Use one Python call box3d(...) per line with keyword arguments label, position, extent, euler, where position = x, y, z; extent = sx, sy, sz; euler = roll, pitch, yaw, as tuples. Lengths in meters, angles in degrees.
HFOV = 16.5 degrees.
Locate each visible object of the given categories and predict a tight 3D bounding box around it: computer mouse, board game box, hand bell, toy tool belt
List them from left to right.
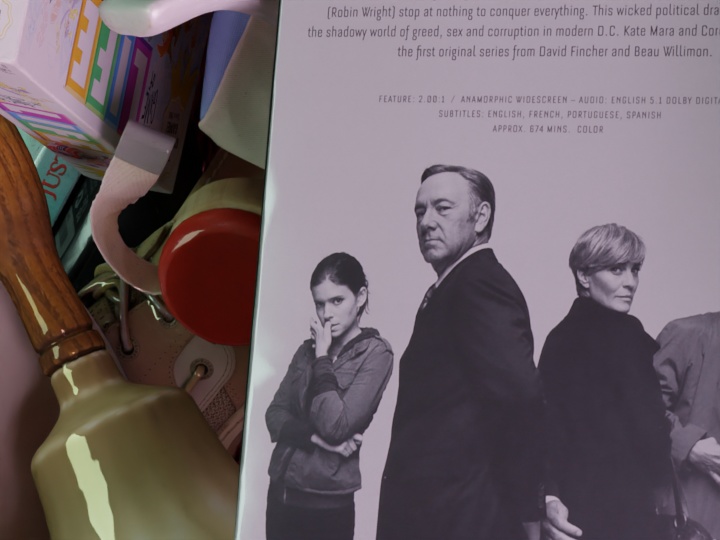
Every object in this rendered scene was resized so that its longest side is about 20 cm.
box3d(label="hand bell", position=(-0.094, 0.020, 0.782), extent=(0.104, 0.104, 0.201), euler=(-40, 74, 50))
box3d(label="computer mouse", position=(-0.110, 0.012, 0.959), extent=(0.201, 0.052, 0.139), euler=(-57, 22, 24))
box3d(label="board game box", position=(-0.080, -0.108, 0.767), extent=(0.200, 0.034, 0.135), euler=(45, -123, -79))
box3d(label="toy tool belt", position=(-0.002, -0.084, 0.762), extent=(0.123, 0.124, 0.201), euler=(-77, 11, -59))

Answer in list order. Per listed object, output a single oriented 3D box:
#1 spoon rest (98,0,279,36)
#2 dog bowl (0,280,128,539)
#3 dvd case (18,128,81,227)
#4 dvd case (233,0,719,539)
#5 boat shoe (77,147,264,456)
box3d(label="spoon rest", position=(0.000, 0.000, 0.697), extent=(0.099, 0.060, 0.201), euler=(16, 136, 63))
box3d(label="dog bowl", position=(-0.158, 0.080, 0.794), extent=(0.079, 0.200, 0.201), euler=(-18, 65, 38))
box3d(label="dvd case", position=(-0.111, -0.113, 0.986), extent=(0.146, 0.022, 0.200), euler=(-60, 21, 19))
box3d(label="dvd case", position=(0.048, -0.009, 0.618), extent=(0.025, 0.149, 0.201), euler=(36, -122, -71))
box3d(label="boat shoe", position=(-0.066, 0.026, 0.875), extent=(0.201, 0.064, 0.071), euler=(-65, 32, 27))
